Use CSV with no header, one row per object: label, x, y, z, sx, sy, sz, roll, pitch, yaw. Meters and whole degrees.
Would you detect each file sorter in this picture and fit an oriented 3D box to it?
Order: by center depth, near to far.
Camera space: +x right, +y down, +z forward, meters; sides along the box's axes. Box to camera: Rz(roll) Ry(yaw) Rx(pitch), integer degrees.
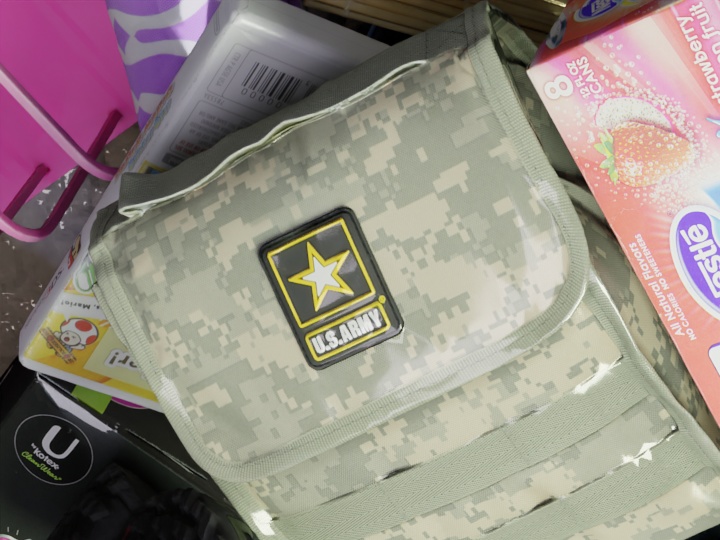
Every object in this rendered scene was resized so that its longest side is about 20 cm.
file sorter,-0.185,-0.060,0.967,0.200,0.126,0.139,-32,109,30

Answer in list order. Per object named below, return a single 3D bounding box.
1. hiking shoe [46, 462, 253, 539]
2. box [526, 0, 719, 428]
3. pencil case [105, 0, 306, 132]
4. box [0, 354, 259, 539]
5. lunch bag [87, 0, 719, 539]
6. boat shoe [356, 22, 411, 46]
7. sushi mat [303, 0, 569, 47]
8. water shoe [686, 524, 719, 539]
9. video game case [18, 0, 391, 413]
hiking shoe,-0.048,0.126,0.854,0.100,0.200,0.076,36,87,-20
box,0.150,-0.016,0.796,0.102,0.095,0.201,-23,107,27
pencil case,-0.059,-0.140,0.884,0.085,0.084,0.201,-4,109,26
box,-0.112,0.096,1.035,0.124,0.149,0.200,36,125,-9
lunch bag,0.023,0.020,0.830,0.163,0.118,0.200,-27,124,21
boat shoe,0.050,-0.093,0.914,0.084,0.069,0.200,31,125,-6
sushi mat,0.083,-0.114,0.858,0.199,0.012,0.096,15,96,-9
water shoe,0.186,0.151,0.960,0.200,0.072,0.079,40,159,9
video game case,0.000,0.000,0.901,0.199,0.023,0.182,20,127,-22
